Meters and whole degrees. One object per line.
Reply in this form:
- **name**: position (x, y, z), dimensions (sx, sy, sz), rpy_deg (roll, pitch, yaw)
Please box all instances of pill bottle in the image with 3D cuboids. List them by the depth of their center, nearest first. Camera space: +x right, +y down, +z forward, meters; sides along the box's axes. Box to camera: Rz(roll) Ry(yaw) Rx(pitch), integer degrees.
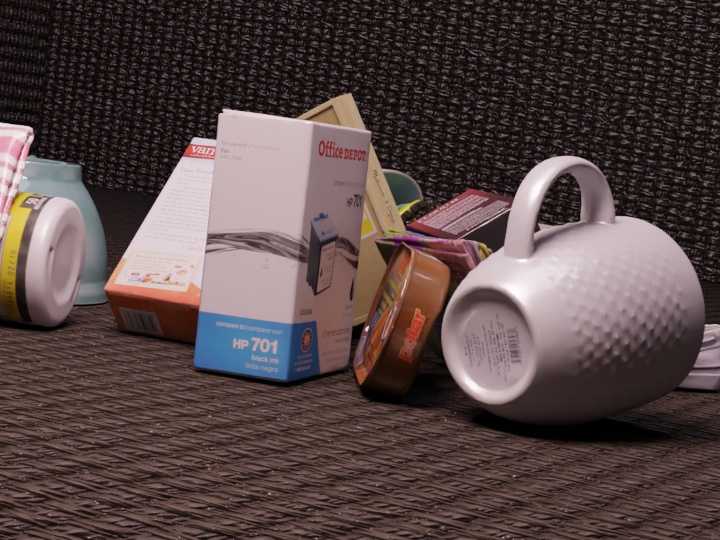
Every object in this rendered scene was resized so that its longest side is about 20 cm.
- **pill bottle**: position (-0.345, -0.019, 1.424), dimensions (0.199, 0.112, 0.111), rpy_deg (8, 4, 8)

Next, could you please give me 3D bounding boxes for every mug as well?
- **mug**: position (0.148, 0.016, 1.229), dimensions (0.147, 0.201, 0.175), rpy_deg (9, 13, 41)

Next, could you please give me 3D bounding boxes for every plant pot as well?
- **plant pot**: position (-0.343, -0.048, 1.654), dimensions (0.199, 0.135, 0.200), rpy_deg (7, 4, -1)

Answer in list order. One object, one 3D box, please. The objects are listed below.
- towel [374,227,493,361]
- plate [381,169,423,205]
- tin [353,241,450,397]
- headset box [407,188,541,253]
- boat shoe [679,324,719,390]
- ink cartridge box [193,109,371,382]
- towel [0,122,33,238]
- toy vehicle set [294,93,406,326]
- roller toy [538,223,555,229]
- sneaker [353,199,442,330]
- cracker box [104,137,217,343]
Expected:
- **towel**: position (0.084, 0.031, 1.412), dimensions (0.023, 0.144, 0.200), rpy_deg (-32, 14, -17)
- **plate**: position (-0.023, -0.035, 1.748), dimensions (0.200, 0.201, 0.026), rpy_deg (3, 42, -46)
- **tin**: position (0.032, 0.037, 1.315), dimensions (0.042, 0.113, 0.200), rpy_deg (17, 4, -4)
- **headset box**: position (0.122, 0.012, 1.492), dimensions (0.077, 0.149, 0.200), rpy_deg (-29, 11, -8)
- **boat shoe**: position (0.257, 0.072, 1.544), dimensions (0.199, 0.067, 0.073), rpy_deg (4, 5, -38)
- **ink cartridge box**: position (-0.060, -0.020, 1.328), dimensions (0.085, 0.201, 0.146), rpy_deg (9, 5, 19)
- **towel**: position (-0.361, -0.048, 1.361), dimensions (0.145, 0.201, 0.030), rpy_deg (7, -30, 8)
- **toy vehicle set**: position (-0.023, -0.049, 1.556), dimensions (0.124, 0.201, 0.026), rpy_deg (-22, -1, 40)
- **roller toy**: position (0.146, 0.003, 1.772), dimensions (0.182, 0.141, 0.200), rpy_deg (10, 5, 29)
- **sneaker**: position (0.000, 0.000, 1.674), dimensions (0.200, 0.078, 0.085), rpy_deg (-35, 18, -32)
- **cracker box**: position (-0.122, -0.026, 1.478), dimensions (0.133, 0.058, 0.201), rpy_deg (9, 49, 20)
